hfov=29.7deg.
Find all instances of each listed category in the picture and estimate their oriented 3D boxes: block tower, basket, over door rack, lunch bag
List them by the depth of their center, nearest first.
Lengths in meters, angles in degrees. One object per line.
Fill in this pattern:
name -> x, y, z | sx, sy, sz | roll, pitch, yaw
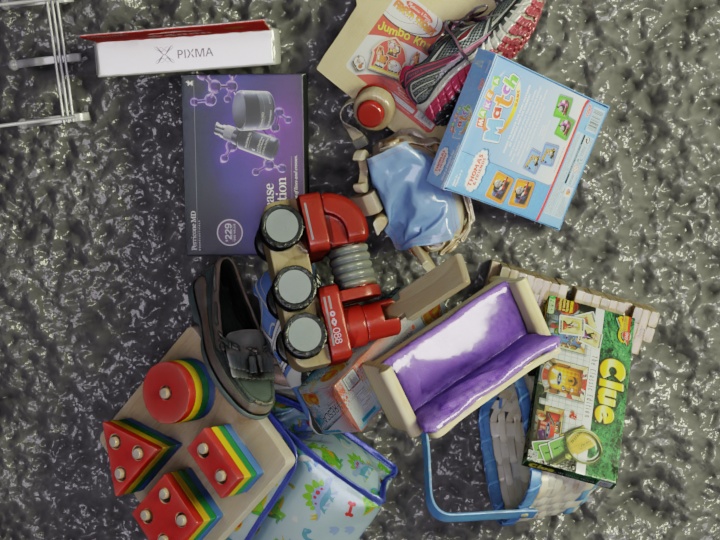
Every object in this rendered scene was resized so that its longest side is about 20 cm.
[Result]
over door rack -> -0.413, -0.229, 1.521 | 0.197, 0.066, 0.150 | -10, 98, -19
basket -> 0.161, 0.202, 1.523 | 0.197, 0.140, 0.178 | 8, 54, -17
lunch bag -> -0.085, 0.252, 1.558 | 0.199, 0.127, 0.171 | 35, 109, 2
block tower -> 0.240, 0.043, 1.566 | 0.197, 0.058, 0.055 | 16, 97, 0

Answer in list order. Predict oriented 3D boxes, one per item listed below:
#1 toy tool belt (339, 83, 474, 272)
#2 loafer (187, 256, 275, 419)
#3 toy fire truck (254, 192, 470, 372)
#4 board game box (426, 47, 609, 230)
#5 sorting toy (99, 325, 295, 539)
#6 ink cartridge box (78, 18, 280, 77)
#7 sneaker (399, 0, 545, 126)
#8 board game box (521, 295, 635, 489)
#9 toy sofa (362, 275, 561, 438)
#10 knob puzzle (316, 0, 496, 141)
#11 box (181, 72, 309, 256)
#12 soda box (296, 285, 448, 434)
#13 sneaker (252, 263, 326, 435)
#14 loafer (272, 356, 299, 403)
toy tool belt -> 0.045, -0.099, 1.492 | 0.124, 0.123, 0.201 | -23, 109, 23
loafer -> -0.139, 0.070, 1.507 | 0.071, 0.201, 0.063 | 8, 132, -40
toy fire truck -> 0.000, 0.000, 1.432 | 0.197, 0.129, 0.179 | -11, 81, -11
board game box -> 0.176, -0.141, 1.493 | 0.198, 0.036, 0.153 | 15, 100, -43
sorting toy -> -0.203, 0.203, 1.520 | 0.200, 0.069, 0.199 | -48, 67, 24
ink cartridge box -> -0.190, -0.238, 1.471 | 0.197, 0.176, 0.045 | -4, 98, 2
sneaker -> 0.128, -0.255, 1.489 | 0.200, 0.081, 0.075 | -45, 76, -2
board game box -> 0.240, 0.130, 1.483 | 0.103, 0.024, 0.202 | 15, 61, -6
toy sofa -> 0.110, 0.089, 1.442 | 0.199, 0.097, 0.084 | -32, 106, -20
knob puzzle -> 0.075, -0.255, 1.538 | 0.216, 0.030, 0.223 | 0, 97, -2
box -> -0.129, -0.121, 1.538 | 0.139, 0.079, 0.203 | -1, 98, 3
soda box -> 0.020, 0.096, 1.508 | 0.200, 0.068, 0.064 | -44, 112, -37
sneaker -> -0.065, 0.087, 1.532 | 0.077, 0.075, 0.203 | -18, 85, 44
loafer -> -0.090, 0.118, 1.582 | 0.197, 0.072, 0.064 | 14, 70, -5
